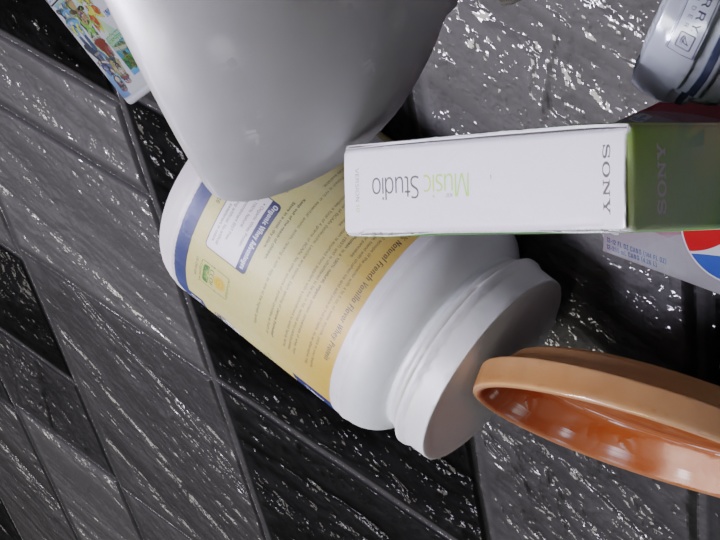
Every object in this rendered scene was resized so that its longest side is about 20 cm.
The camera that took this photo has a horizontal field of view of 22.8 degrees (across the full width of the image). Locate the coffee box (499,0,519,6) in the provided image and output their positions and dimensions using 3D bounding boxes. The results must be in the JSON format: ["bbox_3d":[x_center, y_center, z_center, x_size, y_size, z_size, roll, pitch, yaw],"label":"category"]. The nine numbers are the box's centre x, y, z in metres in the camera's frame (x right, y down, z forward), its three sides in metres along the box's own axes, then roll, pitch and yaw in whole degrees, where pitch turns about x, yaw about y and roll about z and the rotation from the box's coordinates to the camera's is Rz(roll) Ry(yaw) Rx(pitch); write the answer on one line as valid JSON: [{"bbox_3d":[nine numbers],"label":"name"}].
[{"bbox_3d":[0.090,-0.170,0.616,0.115,0.080,0.200,66,168,-5],"label":"coffee box"}]

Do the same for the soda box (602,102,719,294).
[{"bbox_3d":[0.198,-0.018,0.748,0.200,0.070,0.064,22,126,41],"label":"soda box"}]

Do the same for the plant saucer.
[{"bbox_3d":[0.158,0.081,0.931,0.200,0.032,0.200,19,168,4],"label":"plant saucer"}]

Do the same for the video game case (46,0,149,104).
[{"bbox_3d":[-0.165,-0.204,1.128,0.183,0.022,0.200,52,154,-10],"label":"video game case"}]

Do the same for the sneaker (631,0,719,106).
[{"bbox_3d":[0.141,-0.081,0.640,0.071,0.073,0.200,27,-165,6],"label":"sneaker"}]

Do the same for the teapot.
[{"bbox_3d":[-0.027,-0.132,0.640,0.198,0.146,0.200,64,179,-35],"label":"teapot"}]

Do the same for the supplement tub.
[{"bbox_3d":[0.000,0.000,1.016,0.200,0.144,0.145,37,153,21],"label":"supplement tub"}]

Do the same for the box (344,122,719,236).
[{"bbox_3d":[0.114,-0.032,0.618,0.144,0.199,0.037,1,95,54],"label":"box"}]
